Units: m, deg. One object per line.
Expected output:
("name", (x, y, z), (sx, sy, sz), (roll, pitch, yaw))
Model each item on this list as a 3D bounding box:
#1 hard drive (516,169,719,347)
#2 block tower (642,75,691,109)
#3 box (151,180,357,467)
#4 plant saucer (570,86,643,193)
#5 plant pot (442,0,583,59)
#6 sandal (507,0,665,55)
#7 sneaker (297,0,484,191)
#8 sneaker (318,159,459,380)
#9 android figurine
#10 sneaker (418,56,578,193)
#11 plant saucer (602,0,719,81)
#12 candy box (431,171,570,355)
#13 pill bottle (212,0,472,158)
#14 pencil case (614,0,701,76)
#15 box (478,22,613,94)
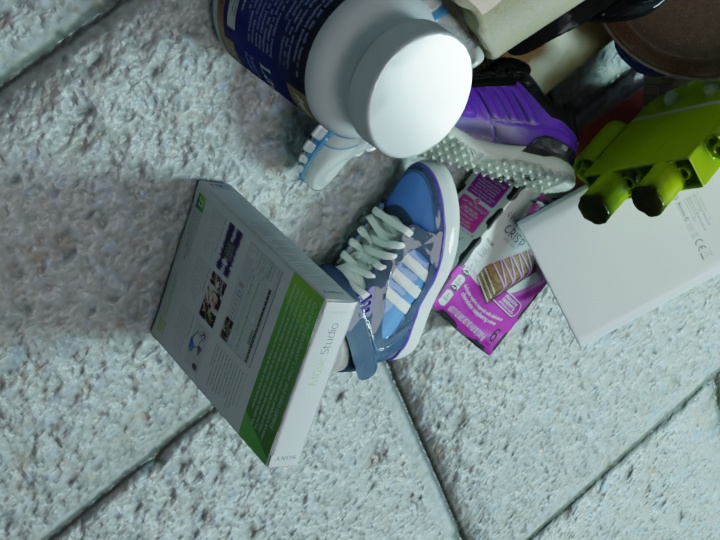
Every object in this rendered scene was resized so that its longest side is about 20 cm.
("hard drive", (0.261, -0.034, 1.345), (0.198, 0.025, 0.133), (-28, 103, 4))
("block tower", (0.299, -0.086, 1.390), (0.058, 0.053, 0.203), (-15, 110, -52))
("box", (-0.089, 0.038, 1.145), (0.036, 0.200, 0.146), (4, 117, -38))
("plant saucer", (0.271, -0.064, 1.433), (0.199, 0.036, 0.202), (-33, 123, -45))
("plant pot", (0.132, -0.274, 1.147), (0.183, 0.201, 0.200), (-40, 138, 4))
("sandal", (0.212, -0.235, 1.237), (0.199, 0.076, 0.048), (-27, 122, 19))
("sneaker", (0.024, -0.124, 1.173), (0.200, 0.086, 0.075), (-49, -178, 34))
("sneaker", (0.000, 0.000, 1.286), (0.145, 0.080, 0.202), (-5, 121, -38))
("android figurine", (0.272, -0.115, 1.262), (0.200, 0.181, 0.041), (-46, 112, -30))
("sneaker", (0.102, -0.143, 1.268), (0.198, 0.069, 0.101), (19, 73, -18))
("plant saucer", (0.297, -0.262, 1.277), (0.201, 0.200, 0.037), (-50, 172, 0))
("candy box", (0.140, -0.033, 1.399), (0.201, 0.061, 0.136), (-52, 140, 0))
("pill bottle", (-0.014, -0.167, 1.066), (0.115, 0.200, 0.117), (-22, 131, -28))
("pencil case", (0.321, -0.231, 1.380), (0.086, 0.079, 0.199), (-26, 174, 42))
("box", (0.181, -0.248, 1.314), (0.199, 0.021, 0.164), (-39, 137, -14))
